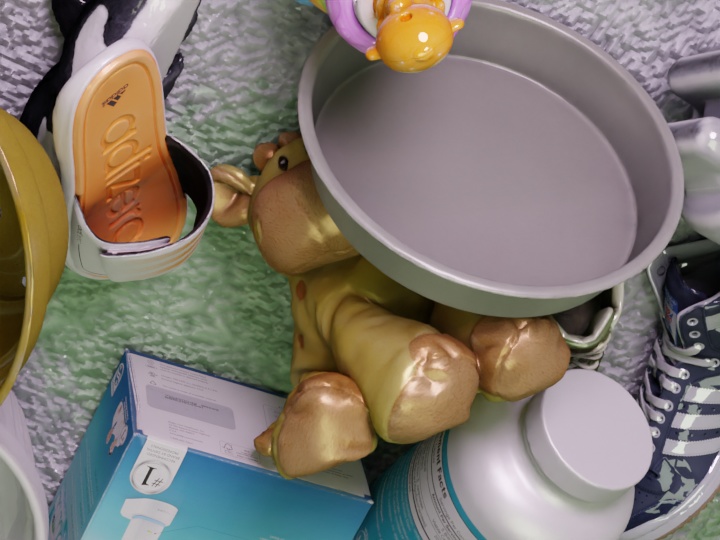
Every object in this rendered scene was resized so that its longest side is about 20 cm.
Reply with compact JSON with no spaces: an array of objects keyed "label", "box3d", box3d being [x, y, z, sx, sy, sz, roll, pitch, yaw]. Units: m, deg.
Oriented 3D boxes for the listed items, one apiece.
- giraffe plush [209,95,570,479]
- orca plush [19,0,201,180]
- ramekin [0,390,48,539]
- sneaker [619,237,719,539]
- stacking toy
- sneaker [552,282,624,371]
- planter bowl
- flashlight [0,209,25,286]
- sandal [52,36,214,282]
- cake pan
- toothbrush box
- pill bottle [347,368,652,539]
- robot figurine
[{"label":"giraffe plush","box3d":[0.000,0.000,1.163,0.172,0.200,0.163,-21,94,-16]},{"label":"orca plush","box3d":[-0.132,-0.124,1.113,0.071,0.105,0.200,41,137,11]},{"label":"ramekin","box3d":[-0.270,0.117,1.227,0.200,0.105,0.201,-4,123,-6]},{"label":"sneaker","box3d":[0.179,0.063,1.276,0.108,0.070,0.200,34,105,-31]},{"label":"stacking toy","box3d":[0.016,-0.142,1.047,0.116,0.200,0.110,-18,123,2]},{"label":"sneaker","box3d":[0.106,0.024,1.229,0.067,0.090,0.201,-6,123,-8]},{"label":"planter bowl","box3d":[-0.202,-0.022,1.084,0.083,0.200,0.201,-19,139,-51]},{"label":"flashlight","box3d":[-0.257,-0.022,1.164,0.199,0.068,0.068,10,112,-14]},{"label":"sandal","box3d":[-0.110,-0.036,1.121,0.079,0.059,0.207,-38,160,-16]},{"label":"cake pan","box3d":[0.062,-0.056,1.120,0.200,0.201,0.037,9,139,-13]},{"label":"toothbrush box","box3d":[-0.103,0.163,1.291,0.146,0.085,0.200,17,118,-19]},{"label":"pill bottle","box3d":[0.076,0.129,1.234,0.111,0.111,0.200,22,142,-20]},{"label":"robot figurine","box3d":[0.247,-0.047,1.192,0.200,0.113,0.170,28,80,-22]}]
